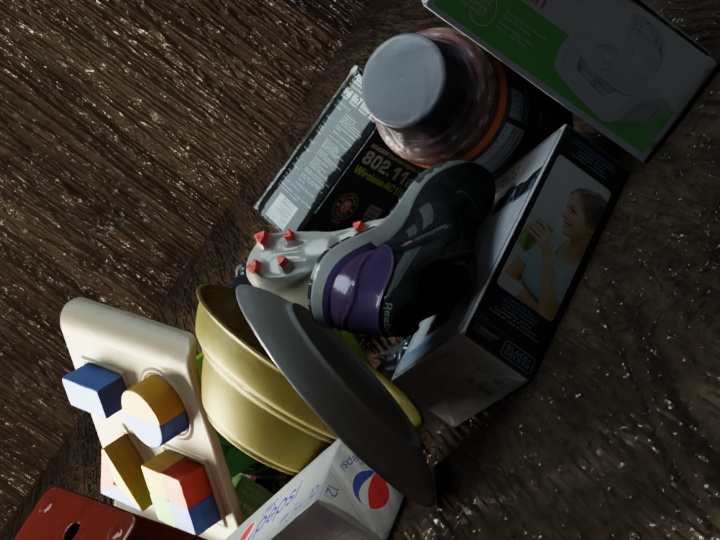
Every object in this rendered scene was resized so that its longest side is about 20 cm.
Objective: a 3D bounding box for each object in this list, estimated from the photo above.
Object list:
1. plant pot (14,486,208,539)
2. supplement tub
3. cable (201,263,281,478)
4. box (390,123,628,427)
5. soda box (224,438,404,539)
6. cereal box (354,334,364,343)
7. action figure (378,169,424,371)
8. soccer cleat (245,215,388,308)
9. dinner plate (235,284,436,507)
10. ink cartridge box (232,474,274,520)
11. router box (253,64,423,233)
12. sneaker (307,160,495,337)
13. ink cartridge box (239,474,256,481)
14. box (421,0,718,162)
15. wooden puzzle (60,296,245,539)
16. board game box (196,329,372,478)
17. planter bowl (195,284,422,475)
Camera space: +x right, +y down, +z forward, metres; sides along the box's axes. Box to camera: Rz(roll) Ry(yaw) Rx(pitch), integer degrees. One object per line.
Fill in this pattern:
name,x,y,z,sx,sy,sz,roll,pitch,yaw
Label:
plant pot,-0.155,0.256,1.387,0.200,0.176,0.200,8,62,55
supplement tub,0.078,-0.122,1.562,0.107,0.107,0.200,-53,-29,11
cable,-0.096,0.105,1.860,0.051,0.163,0.201,-8,50,16
box,0.107,0.003,1.479,0.200,0.060,0.117,-61,12,-30
soda box,-0.045,0.203,1.531,0.200,0.063,0.068,-45,15,45
cereal box,0.017,-0.039,1.904,0.200,0.039,0.144,-57,-25,-11
action figure,0.064,0.004,1.655,0.130,0.069,0.201,-18,39,44
soccer cleat,0.000,0.000,1.630,0.199,0.078,0.070,1,61,34
dinner plate,-0.010,0.079,1.397,0.024,0.200,0.200,-41,11,6
ink cartridge box,-0.141,0.275,1.734,0.200,0.067,0.117,-58,11,-17
router box,0.024,-0.070,1.760,0.062,0.200,0.150,42,100,37
sneaker,0.055,-0.007,1.439,0.200,0.087,0.076,-41,-45,-42
ink cartridge box,-0.169,0.218,1.949,0.200,0.085,0.148,-162,96,-81
box,0.147,-0.188,1.518,0.097,0.200,0.177,-53,11,11
wooden puzzle,-0.177,0.134,1.664,0.046,0.201,0.185,-26,26,-34
board game box,-0.091,0.101,1.758,0.200,0.102,0.048,-33,3,-30
planter bowl,-0.058,0.098,1.561,0.084,0.200,0.200,-58,9,8
